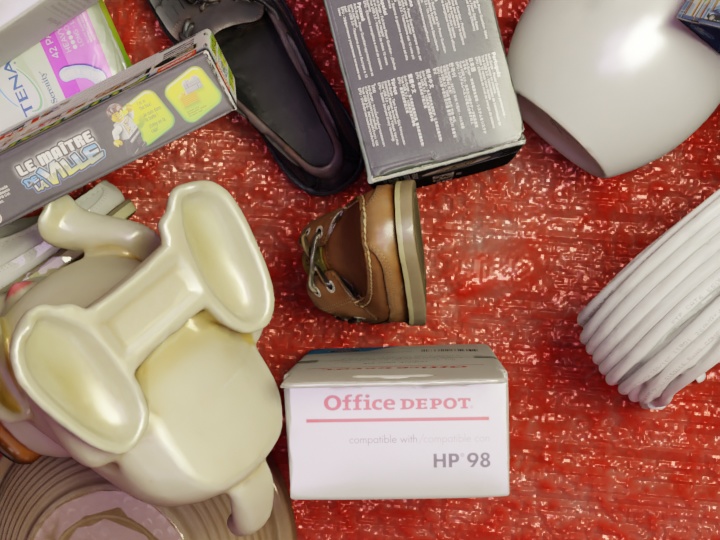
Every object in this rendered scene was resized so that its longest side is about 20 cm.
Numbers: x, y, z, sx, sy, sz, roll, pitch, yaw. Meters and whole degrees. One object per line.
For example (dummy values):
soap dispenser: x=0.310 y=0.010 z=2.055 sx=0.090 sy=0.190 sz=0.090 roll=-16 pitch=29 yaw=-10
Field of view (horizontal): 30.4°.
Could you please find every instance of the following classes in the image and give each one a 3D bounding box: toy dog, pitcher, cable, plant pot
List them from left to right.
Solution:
toy dog: x=-0.131 y=0.048 z=0.709 sx=0.194 sy=0.200 sz=0.140 roll=50 pitch=61 yaw=-25
plant pot: x=-0.141 y=0.170 z=0.790 sx=0.200 sy=0.093 sz=0.202 roll=0 pitch=90 yaw=4
pitcher: x=0.164 y=-0.162 z=0.734 sx=0.200 sy=0.172 sz=0.121 roll=-49 pitch=56 yaw=1
cable: x=0.209 y=-0.005 z=0.717 sx=0.200 sy=0.200 sz=0.069 roll=-39 pitch=76 yaw=8

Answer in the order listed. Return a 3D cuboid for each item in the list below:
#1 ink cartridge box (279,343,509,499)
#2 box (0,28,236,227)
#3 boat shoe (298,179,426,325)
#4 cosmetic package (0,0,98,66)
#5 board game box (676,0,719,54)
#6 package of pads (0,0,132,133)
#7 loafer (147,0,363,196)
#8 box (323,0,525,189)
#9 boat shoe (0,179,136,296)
ink cartridge box: x=0.020 y=0.082 z=0.726 sx=0.115 sy=0.200 sz=0.067 roll=-1 pitch=91 yaw=3
box: x=-0.164 y=-0.067 z=0.720 sx=0.200 sy=0.110 sz=0.035 roll=-26 pitch=107 yaw=2
boat shoe: x=0.000 y=0.000 z=0.726 sx=0.068 sy=0.200 sz=0.072 roll=-1 pitch=77 yaw=0
cosmetic package: x=-0.177 y=-0.195 z=0.729 sx=0.200 sy=0.074 sz=0.102 roll=-35 pitch=91 yaw=1
board game box: x=0.282 y=-0.183 z=0.717 sx=0.062 sy=0.200 sz=0.200 roll=27 pitch=94 yaw=44
package of pads: x=-0.238 y=-0.153 z=0.803 sx=0.154 sy=0.068 sz=0.201 roll=-25 pitch=89 yaw=2
loafer: x=-0.066 y=-0.133 z=0.796 sx=0.072 sy=0.063 sz=0.200 roll=-38 pitch=89 yaw=2
box: x=0.024 y=-0.150 z=0.742 sx=0.086 sy=0.164 sz=0.201 roll=-14 pitch=89 yaw=3
boat shoe: x=-0.233 y=-0.006 z=0.801 sx=0.200 sy=0.075 sz=0.069 roll=-31 pitch=95 yaw=4
